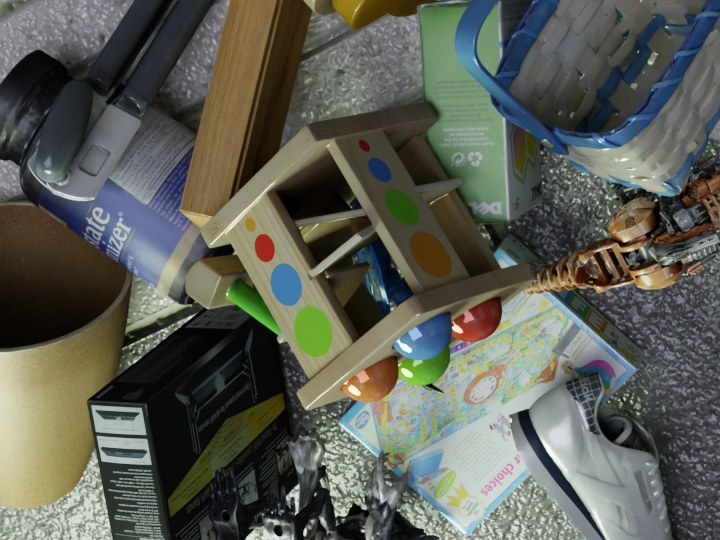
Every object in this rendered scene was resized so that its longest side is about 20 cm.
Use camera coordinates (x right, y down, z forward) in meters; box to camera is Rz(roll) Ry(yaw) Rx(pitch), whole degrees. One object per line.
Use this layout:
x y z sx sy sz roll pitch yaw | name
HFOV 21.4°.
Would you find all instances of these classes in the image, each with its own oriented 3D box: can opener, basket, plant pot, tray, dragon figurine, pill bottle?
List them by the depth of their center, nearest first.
0.150 -0.150 1.186 0.139 0.177 0.200 23 163 42 | basket
-0.073 -0.124 1.305 0.037 0.099 0.201 12 82 11 | tray
-0.166 -0.139 1.333 0.053 0.200 0.067 28 160 2 | can opener
0.000 0.000 1.365 0.059 0.099 0.201 -14 87 24 | dragon figurine
-0.178 -0.073 1.403 0.200 0.112 0.112 34 117 3 | pill bottle
-0.266 0.079 1.470 0.186 0.187 0.201 13 129 13 | plant pot

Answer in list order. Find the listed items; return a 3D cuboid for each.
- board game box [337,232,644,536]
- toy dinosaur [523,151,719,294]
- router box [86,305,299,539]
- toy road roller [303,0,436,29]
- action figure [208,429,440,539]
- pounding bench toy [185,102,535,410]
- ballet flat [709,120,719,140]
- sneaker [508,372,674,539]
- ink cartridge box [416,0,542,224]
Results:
0.095 0.088 1.419 0.134 0.034 0.200 42 117 -1 | board game box
0.202 -0.032 1.281 0.199 0.136 0.103 -1 111 18 | toy dinosaur
-0.119 0.129 1.411 0.052 0.200 0.158 1 110 25 | router box
0.010 -0.222 1.244 0.123 0.200 0.146 49 149 13 | toy road roller
-0.016 0.175 1.422 0.119 0.200 0.102 5 88 36 | action figure
-0.013 0.016 1.242 0.200 0.124 0.156 -41 73 39 | pounding bench toy
0.301 -0.130 1.245 0.199 0.072 0.072 -5 109 15 | ballet flat
0.190 0.160 1.380 0.080 0.076 0.200 -35 118 11 | sneaker
0.085 -0.085 1.297 0.059 0.104 0.201 0 99 18 | ink cartridge box
